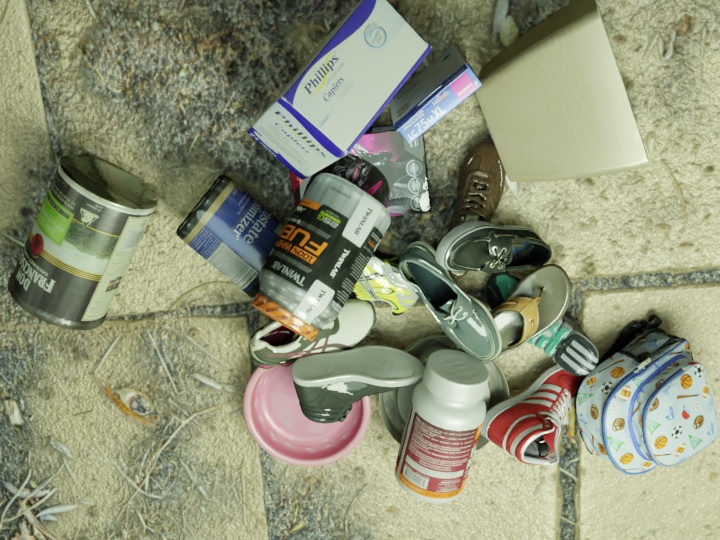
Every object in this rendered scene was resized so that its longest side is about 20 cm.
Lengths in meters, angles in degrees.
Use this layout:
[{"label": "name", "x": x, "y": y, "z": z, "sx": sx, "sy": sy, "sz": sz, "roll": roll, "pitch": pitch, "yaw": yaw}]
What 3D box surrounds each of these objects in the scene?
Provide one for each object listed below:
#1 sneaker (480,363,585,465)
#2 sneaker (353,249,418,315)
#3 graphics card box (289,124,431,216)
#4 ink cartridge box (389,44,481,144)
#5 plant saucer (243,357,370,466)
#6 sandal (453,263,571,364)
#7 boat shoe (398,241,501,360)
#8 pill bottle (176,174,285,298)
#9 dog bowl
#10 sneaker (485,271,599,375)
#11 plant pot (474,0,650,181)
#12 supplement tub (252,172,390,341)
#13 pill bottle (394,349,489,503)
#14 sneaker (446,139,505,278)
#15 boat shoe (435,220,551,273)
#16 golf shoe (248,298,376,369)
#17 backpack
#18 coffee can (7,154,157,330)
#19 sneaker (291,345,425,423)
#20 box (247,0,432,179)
[{"label": "sneaker", "x": 0.284, "y": 0.213, "z": 1.314, "sx": 0.198, "sy": 0.112, "sz": 0.072, "roll": -30, "pitch": 123, "yaw": -17}, {"label": "sneaker", "x": 0.000, "y": 0.000, "z": 1.304, "sx": 0.198, "sy": 0.076, "sz": 0.077, "roll": 29, "pitch": 106, "yaw": -7}, {"label": "graphics card box", "x": -0.002, "y": -0.136, "z": 1.272, "sx": 0.196, "sy": 0.051, "sz": 0.128, "roll": -6, "pitch": 108, "yaw": 3}, {"label": "ink cartridge box", "x": 0.095, "y": -0.229, "z": 1.158, "sx": 0.119, "sy": 0.200, "sz": 0.042, "roll": -38, "pitch": 105, "yaw": 14}, {"label": "plant saucer", "x": -0.082, "y": 0.205, "z": 1.388, "sx": 0.197, "sy": 0.051, "sz": 0.204, "roll": 1, "pitch": 108, "yaw": 2}, {"label": "sandal", "x": 0.216, "y": 0.069, "z": 1.272, "sx": 0.199, "sy": 0.055, "sz": 0.082, "roll": -34, "pitch": 84, "yaw": 12}, {"label": "boat shoe", "x": 0.121, "y": 0.051, "z": 1.247, "sx": 0.073, "sy": 0.062, "sz": 0.201, "roll": -37, "pitch": 91, "yaw": 26}, {"label": "pill bottle", "x": -0.156, "y": -0.032, "z": 1.278, "sx": 0.199, "sy": 0.112, "sz": 0.112, "roll": 40, "pitch": 105, "yaw": -11}, {"label": "dog bowl", "x": 0.127, "y": 0.188, "z": 1.371, "sx": 0.196, "sy": 0.059, "sz": 0.203, "roll": 1, "pitch": 109, "yaw": 2}, {"label": "sneaker", "x": 0.270, "y": 0.078, "z": 1.332, "sx": 0.200, "sy": 0.087, "sz": 0.075, "roll": 44, "pitch": 107, "yaw": 13}, {"label": "plant pot", "x": 0.256, "y": -0.223, "z": 1.169, "sx": 0.175, "sy": 0.200, "sz": 0.202, "roll": -20, "pitch": 107, "yaw": 20}, {"label": "supplement tub", "x": -0.055, "y": -0.016, "z": 1.190, "sx": 0.121, "sy": 0.122, "sz": 0.202, "roll": 31, "pitch": 82, "yaw": -9}, {"label": "pill bottle", "x": 0.119, "y": 0.224, "z": 1.285, "sx": 0.108, "sy": 0.110, "sz": 0.203, "roll": 11, "pitch": 115, "yaw": -2}, {"label": "sneaker", "x": 0.165, "y": -0.082, "z": 1.270, "sx": 0.069, "sy": 0.076, "sz": 0.203, "roll": 12, "pitch": 109, "yaw": -2}, {"label": "boat shoe", "x": 0.190, "y": -0.029, "z": 1.239, "sx": 0.198, "sy": 0.056, "sz": 0.070, "roll": -7, "pitch": 121, "yaw": -39}, {"label": "golf shoe", "x": -0.066, "y": 0.090, "z": 1.298, "sx": 0.197, "sy": 0.088, "sz": 0.078, "roll": -20, "pitch": 74, "yaw": -10}, {"label": "backpack", "x": 0.415, "y": 0.203, "z": 1.301, "sx": 0.189, "sy": 0.154, "sz": 0.202, "roll": -27, "pitch": 106, "yaw": -9}, {"label": "coffee can", "x": -0.393, "y": -0.040, "z": 1.265, "sx": 0.145, "sy": 0.147, "sz": 0.202, "roll": 27, "pitch": 107, "yaw": -7}, {"label": "sneaker", "x": -0.004, "y": 0.172, "z": 1.316, "sx": 0.196, "sy": 0.071, "sz": 0.100, "roll": -3, "pitch": 132, "yaw": -8}, {"label": "box", "x": -0.032, "y": -0.227, "z": 1.132, "sx": 0.105, "sy": 0.200, "sz": 0.185, "roll": 41, "pitch": 76, "yaw": -12}]
